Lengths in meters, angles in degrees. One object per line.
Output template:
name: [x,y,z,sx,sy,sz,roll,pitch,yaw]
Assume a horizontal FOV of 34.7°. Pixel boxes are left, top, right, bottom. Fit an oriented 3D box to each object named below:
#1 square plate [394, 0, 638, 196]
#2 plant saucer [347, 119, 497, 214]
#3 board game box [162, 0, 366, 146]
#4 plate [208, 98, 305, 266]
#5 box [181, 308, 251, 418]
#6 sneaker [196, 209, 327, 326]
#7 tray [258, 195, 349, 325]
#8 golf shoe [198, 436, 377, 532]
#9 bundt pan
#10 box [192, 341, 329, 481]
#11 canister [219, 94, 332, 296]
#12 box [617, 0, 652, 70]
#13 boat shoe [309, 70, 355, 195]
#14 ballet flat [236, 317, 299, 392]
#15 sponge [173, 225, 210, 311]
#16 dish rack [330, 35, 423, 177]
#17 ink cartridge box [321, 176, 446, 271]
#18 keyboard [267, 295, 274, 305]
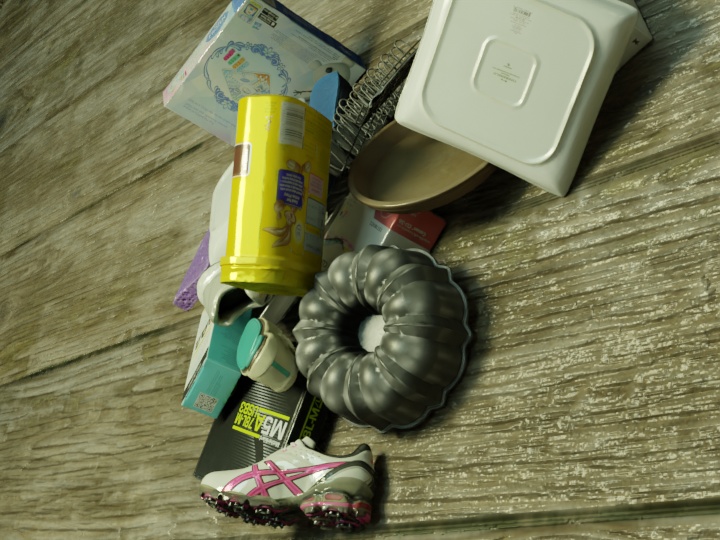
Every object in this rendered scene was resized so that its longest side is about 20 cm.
square plate: [0.144,-0.197,1.133,0.028,0.199,0.199,-37,-31,-59]
plant saucer: [0.080,-0.126,1.271,0.199,0.030,0.201,-21,32,14]
board game box: [-0.130,-0.257,1.564,0.199,0.199,0.044,-47,34,22]
plate: [-0.139,-0.120,1.492,0.200,0.032,0.200,-48,23,22]
box: [-0.178,0.090,1.471,0.083,0.049,0.201,-59,15,29]
sneaker: [-0.111,-0.003,1.395,0.200,0.076,0.092,-43,31,11]
tray: [-0.062,-0.007,1.427,0.201,0.022,0.107,-55,-1,14]
golf shoe: [-0.076,0.225,1.233,0.198,0.073,0.093,-1,59,18]
bundt pan: [0.012,0.064,1.197,0.201,0.076,0.204,-9,73,30]
box: [-0.112,0.179,1.374,0.200,0.047,0.194,6,71,59]
canister: [-0.088,-0.078,1.269,0.086,0.148,0.202,2,83,20]
box: [0.204,-0.284,1.212,0.124,0.097,0.201,-42,39,30]
boat shoe: [-0.032,-0.165,1.491,0.084,0.069,0.201,-8,57,40]
ballet flat: [-0.102,0.099,1.304,0.070,0.069,0.200,-62,10,2]
sponge: [-0.195,-0.044,1.602,0.111,0.030,0.201,-40,24,49]
dish rack: [0.017,-0.202,1.358,0.154,0.054,0.200,-52,-3,-25]
ink cartridge box: [0.000,0.000,1.327,0.201,0.067,0.116,-61,33,5]
keyboard: [-0.152,-0.019,1.579,0.199,0.039,0.105,16,82,56]
